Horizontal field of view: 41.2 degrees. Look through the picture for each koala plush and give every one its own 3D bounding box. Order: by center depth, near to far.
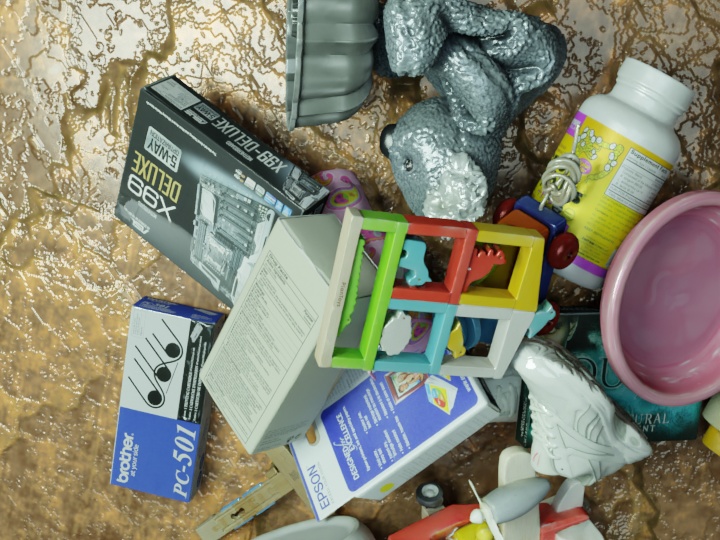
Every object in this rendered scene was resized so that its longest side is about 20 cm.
[{"bbox_3d":[0.089,-0.135,0.881,0.180,0.177,0.204,8,99,-7],"label":"koala plush"}]

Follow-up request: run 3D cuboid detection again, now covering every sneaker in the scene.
[{"bbox_3d":[0.186,0.141,0.872,0.099,0.078,0.200,-43,122,6],"label":"sneaker"},{"bbox_3d":[0.116,0.137,0.966,0.196,0.100,0.076,-4,113,8],"label":"sneaker"}]

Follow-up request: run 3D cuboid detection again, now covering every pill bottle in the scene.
[{"bbox_3d":[0.232,-0.092,0.906,0.103,0.104,0.202,28,103,-1],"label":"pill bottle"}]

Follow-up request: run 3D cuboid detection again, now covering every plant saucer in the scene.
[{"bbox_3d":[0.300,0.023,0.896,0.197,0.051,0.205,-7,108,-21],"label":"plant saucer"}]

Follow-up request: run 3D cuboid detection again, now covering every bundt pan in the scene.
[{"bbox_3d":[-0.026,-0.226,0.861,0.074,0.202,0.206,1,103,-7],"label":"bundt pan"}]

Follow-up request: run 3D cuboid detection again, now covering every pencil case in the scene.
[{"bbox_3d":[0.000,0.000,0.910,0.087,0.087,0.202,-34,61,11],"label":"pencil case"}]

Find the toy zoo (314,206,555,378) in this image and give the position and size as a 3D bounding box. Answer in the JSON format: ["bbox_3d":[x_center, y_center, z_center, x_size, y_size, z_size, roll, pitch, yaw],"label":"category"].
[{"bbox_3d":[0.069,0.023,0.779,0.196,0.021,0.134,5,114,-19],"label":"toy zoo"}]

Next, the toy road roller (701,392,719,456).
[{"bbox_3d":[0.455,0.164,0.948,0.199,0.145,0.125,37,107,35],"label":"toy road roller"}]

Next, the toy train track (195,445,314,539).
[{"bbox_3d":[-0.099,0.237,1.045,0.199,0.033,0.115,-36,96,19],"label":"toy train track"}]

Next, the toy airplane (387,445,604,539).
[{"bbox_3d":[0.152,0.285,0.973,0.199,0.142,0.199,37,114,-21],"label":"toy airplane"}]

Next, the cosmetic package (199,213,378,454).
[{"bbox_3d":[-0.062,0.058,0.864,0.106,0.070,0.201,52,128,26],"label":"cosmetic package"}]

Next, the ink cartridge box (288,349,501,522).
[{"bbox_3d":[0.013,0.112,0.938,0.199,0.199,0.047,-38,141,14],"label":"ink cartridge box"}]

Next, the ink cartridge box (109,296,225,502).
[{"bbox_3d":[-0.206,0.138,1.026,0.092,0.044,0.204,12,103,4],"label":"ink cartridge box"}]

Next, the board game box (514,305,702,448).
[{"bbox_3d":[0.252,0.103,0.948,0.196,0.028,0.138,0,103,-17],"label":"board game box"}]

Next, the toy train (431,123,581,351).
[{"bbox_3d":[0.126,-0.026,0.830,0.084,0.114,0.203,36,130,36],"label":"toy train"}]

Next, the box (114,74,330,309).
[{"bbox_3d":[-0.139,-0.064,0.919,0.199,0.050,0.159,37,130,13],"label":"box"}]

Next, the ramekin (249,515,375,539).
[{"bbox_3d":[-0.061,0.330,0.980,0.196,0.200,0.107,-15,90,8],"label":"ramekin"}]
